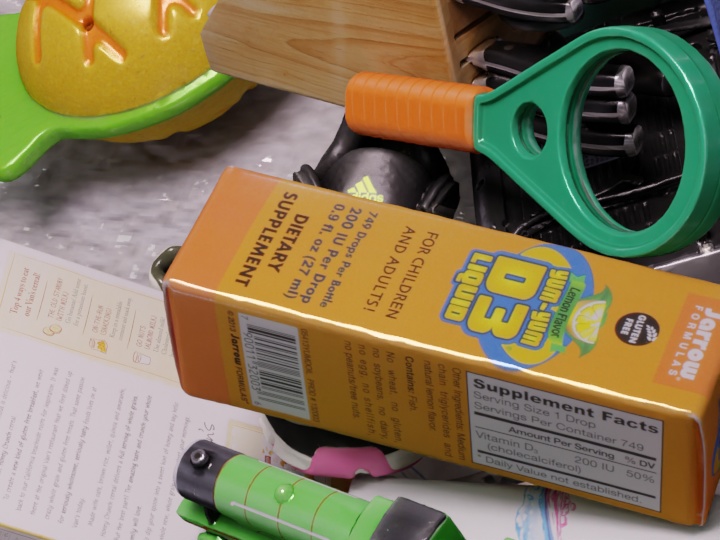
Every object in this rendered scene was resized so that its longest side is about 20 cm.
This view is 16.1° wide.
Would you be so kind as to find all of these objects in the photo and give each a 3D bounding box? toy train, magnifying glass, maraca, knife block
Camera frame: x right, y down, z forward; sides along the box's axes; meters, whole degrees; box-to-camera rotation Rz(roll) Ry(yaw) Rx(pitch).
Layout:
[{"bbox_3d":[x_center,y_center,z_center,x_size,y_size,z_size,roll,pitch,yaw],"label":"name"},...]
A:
[{"bbox_3d":[0.013,0.100,0.876,0.199,0.056,0.042,16,65,35],"label":"toy train"},{"bbox_3d":[0.061,-0.052,0.922,0.200,0.022,0.080,12,105,51],"label":"magnifying glass"},{"bbox_3d":[-0.119,-0.114,1.243,0.199,0.107,0.137,-26,43,10],"label":"maraca"},{"bbox_3d":[0.036,-0.090,1.011,0.064,0.200,0.176,-35,81,-33],"label":"knife block"}]

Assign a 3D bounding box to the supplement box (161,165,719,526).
[{"bbox_3d":[0.035,0.025,0.893,0.199,0.069,0.067,14,50,15],"label":"supplement box"}]

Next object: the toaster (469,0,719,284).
[{"bbox_3d":[0.138,-0.025,1.017,0.180,0.119,0.200,-16,37,10],"label":"toaster"}]

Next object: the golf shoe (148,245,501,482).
[{"bbox_3d":[-0.008,0.037,1.093,0.199,0.097,0.079,9,62,30],"label":"golf shoe"}]

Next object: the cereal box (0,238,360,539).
[{"bbox_3d":[-0.098,0.065,0.990,0.199,0.040,0.144,18,43,-8],"label":"cereal box"}]

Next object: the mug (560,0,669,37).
[{"bbox_3d":[0.068,-0.132,1.136,0.185,0.152,0.115,51,129,27],"label":"mug"}]

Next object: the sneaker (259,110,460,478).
[{"bbox_3d":[0.000,0.000,0.999,0.073,0.088,0.200,4,34,6],"label":"sneaker"}]

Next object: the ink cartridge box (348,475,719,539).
[{"bbox_3d":[0.089,0.171,0.920,0.199,0.145,0.145,1,58,27],"label":"ink cartridge box"}]

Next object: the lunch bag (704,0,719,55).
[{"bbox_3d":[0.210,-0.097,0.872,0.200,0.132,0.136,-90,25,-52],"label":"lunch bag"}]

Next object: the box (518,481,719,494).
[{"bbox_3d":[0.113,0.099,1.026,0.199,0.041,0.039,-17,52,15],"label":"box"}]
